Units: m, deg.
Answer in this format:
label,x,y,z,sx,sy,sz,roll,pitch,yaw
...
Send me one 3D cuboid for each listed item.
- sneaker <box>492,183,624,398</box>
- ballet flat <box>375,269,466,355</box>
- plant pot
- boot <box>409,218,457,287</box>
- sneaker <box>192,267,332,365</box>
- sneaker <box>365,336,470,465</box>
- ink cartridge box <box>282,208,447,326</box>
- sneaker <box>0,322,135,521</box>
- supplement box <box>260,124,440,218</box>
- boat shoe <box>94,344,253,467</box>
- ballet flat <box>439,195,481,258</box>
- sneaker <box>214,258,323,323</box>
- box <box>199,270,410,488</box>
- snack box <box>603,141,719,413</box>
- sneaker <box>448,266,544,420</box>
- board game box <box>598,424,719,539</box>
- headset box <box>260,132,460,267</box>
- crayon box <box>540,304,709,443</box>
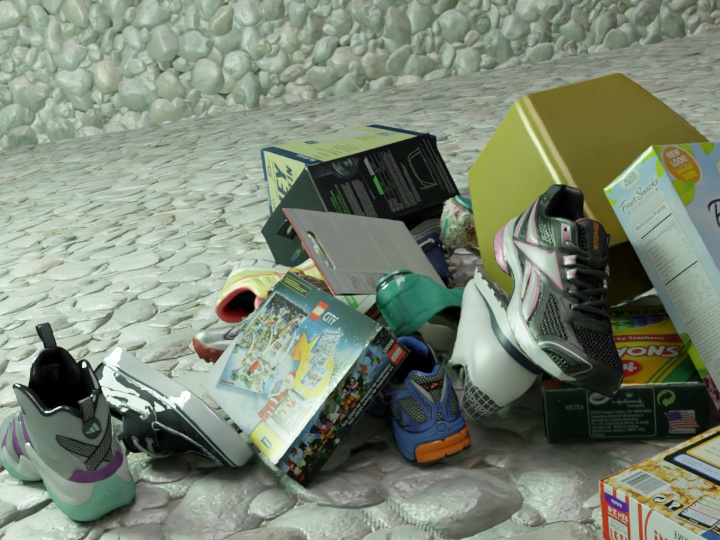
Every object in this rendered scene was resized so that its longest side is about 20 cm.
label,x,y,z,sx,sy,sz,roll,pitch,yaw
sneaker,0.160,0.003,0.764,0.079,0.087,0.201,15,37,-26
ballet flat,0.080,0.051,0.947,0.067,0.071,0.199,-34,-24,22
plant pot,0.218,-0.073,0.954,0.198,0.178,0.200,-17,-20,-26
boot,0.081,-0.002,1.156,0.090,0.074,0.199,29,31,27
sneaker,-0.080,0.046,1.002,0.198,0.083,0.078,-16,-7,-30
sneaker,0.038,0.089,0.844,0.074,0.080,0.200,-13,18,-19
ink cartridge box,0.000,0.000,0.975,0.050,0.110,0.199,-46,-27,27
sneaker,-0.256,0.108,0.815,0.077,0.142,0.199,-23,23,-39
supplement box,-0.014,-0.121,1.430,0.198,0.136,0.200,-16,18,-23
boat shoe,-0.173,0.130,0.844,0.199,0.072,0.068,25,68,37
ballet flat,0.171,-0.040,1.183,0.198,0.065,0.076,13,21,-31
sneaker,-0.076,0.034,1.097,0.198,0.079,0.090,-6,25,28
box,-0.055,0.085,0.848,0.137,0.038,0.200,-51,28,-7
snack box,0.307,-0.003,0.775,0.167,0.202,0.068,-8,-26,-35
sneaker,0.108,0.059,0.850,0.076,0.081,0.200,37,13,-6
board game box,0.275,0.143,0.616,0.198,0.047,0.151,-17,19,-25
headset box,-0.009,-0.068,1.209,0.198,0.094,0.174,-20,-13,-30
crayon box,0.223,0.077,0.842,0.125,0.051,0.200,-4,17,14
